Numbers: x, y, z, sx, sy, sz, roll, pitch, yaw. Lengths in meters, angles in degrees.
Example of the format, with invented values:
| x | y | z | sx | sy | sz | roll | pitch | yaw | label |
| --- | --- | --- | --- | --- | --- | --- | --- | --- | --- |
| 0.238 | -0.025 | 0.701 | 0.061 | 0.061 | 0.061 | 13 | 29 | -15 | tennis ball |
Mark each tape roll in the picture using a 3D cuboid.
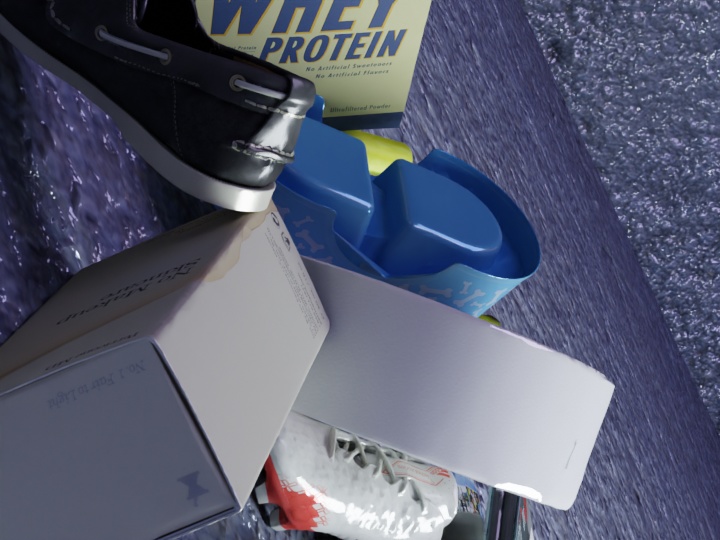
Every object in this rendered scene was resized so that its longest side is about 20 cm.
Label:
| x | y | z | sx | sy | sz | roll | pitch | yaw | label |
| --- | --- | --- | --- | --- | --- | --- | --- | --- | --- |
| 0.021 | 0.053 | 0.842 | 0.071 | 0.202 | 0.202 | -69 | 157 | -5 | tape roll |

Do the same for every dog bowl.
| x | y | z | sx | sy | sz | roll | pitch | yaw | label |
| --- | --- | --- | --- | --- | --- | --- | --- | --- | --- |
| 0.004 | -0.034 | 0.928 | 0.199 | 0.050 | 0.112 | 23 | 32 | -21 | dog bowl |

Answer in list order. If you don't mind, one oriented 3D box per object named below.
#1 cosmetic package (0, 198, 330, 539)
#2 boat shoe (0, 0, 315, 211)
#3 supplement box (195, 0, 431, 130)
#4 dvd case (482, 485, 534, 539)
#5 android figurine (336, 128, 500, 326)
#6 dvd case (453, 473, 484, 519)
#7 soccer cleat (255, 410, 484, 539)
| x | y | z | sx | sy | sz | roll | pitch | yaw | label |
| --- | --- | --- | --- | --- | --- | --- | --- | --- | --- |
| -0.084 | 0.041 | 0.664 | 0.200 | 0.103 | 0.073 | -65 | 131 | -73 | cosmetic package |
| -0.100 | -0.107 | 0.736 | 0.200 | 0.068 | 0.072 | 39 | 27 | 26 | boat shoe |
| -0.044 | -0.215 | 0.955 | 0.200 | 0.134 | 0.201 | 104 | -22 | -55 | supplement box |
| 0.079 | 0.230 | 0.962 | 0.146 | 0.022 | 0.201 | 72 | 26 | -62 | dvd case |
| 0.000 | 0.000 | 0.996 | 0.199 | 0.041 | 0.183 | 13 | 62 | -37 | android figurine |
| 0.052 | 0.134 | 1.204 | 0.143 | 0.017 | 0.201 | 36 | 36 | -64 | dvd case |
| 0.006 | 0.121 | 0.915 | 0.200 | 0.085 | 0.069 | 52 | 22 | -49 | soccer cleat |
